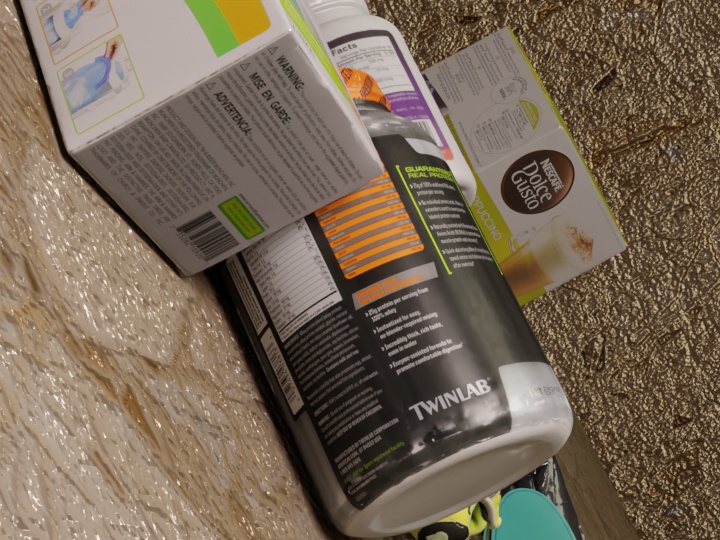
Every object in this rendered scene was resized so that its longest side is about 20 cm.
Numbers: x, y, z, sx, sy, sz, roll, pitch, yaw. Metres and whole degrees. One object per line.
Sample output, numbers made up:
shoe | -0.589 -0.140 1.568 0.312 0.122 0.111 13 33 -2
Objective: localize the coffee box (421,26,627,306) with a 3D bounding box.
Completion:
coffee box | 0.141 -0.100 1.865 0.200 0.198 0.200 55 10 -40

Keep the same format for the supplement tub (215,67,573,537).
supplement tub | 0.005 0.013 0.806 0.200 0.122 0.123 65 8 20

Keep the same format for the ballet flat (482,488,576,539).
ballet flat | 0.122 0.232 1.099 0.200 0.067 0.070 -110 -166 -47

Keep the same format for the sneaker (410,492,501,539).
sneaker | 0.049 0.115 0.979 0.076 0.075 0.200 70 19 6

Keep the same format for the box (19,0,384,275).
box | -0.083 -0.119 0.757 0.113 0.101 0.200 53 12 -54

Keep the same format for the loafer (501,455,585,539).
loafer | 0.120 0.180 1.225 0.070 0.068 0.201 65 5 -67

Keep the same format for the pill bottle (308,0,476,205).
pill bottle | -0.002 -0.120 1.292 0.200 0.111 0.111 65 8 22
